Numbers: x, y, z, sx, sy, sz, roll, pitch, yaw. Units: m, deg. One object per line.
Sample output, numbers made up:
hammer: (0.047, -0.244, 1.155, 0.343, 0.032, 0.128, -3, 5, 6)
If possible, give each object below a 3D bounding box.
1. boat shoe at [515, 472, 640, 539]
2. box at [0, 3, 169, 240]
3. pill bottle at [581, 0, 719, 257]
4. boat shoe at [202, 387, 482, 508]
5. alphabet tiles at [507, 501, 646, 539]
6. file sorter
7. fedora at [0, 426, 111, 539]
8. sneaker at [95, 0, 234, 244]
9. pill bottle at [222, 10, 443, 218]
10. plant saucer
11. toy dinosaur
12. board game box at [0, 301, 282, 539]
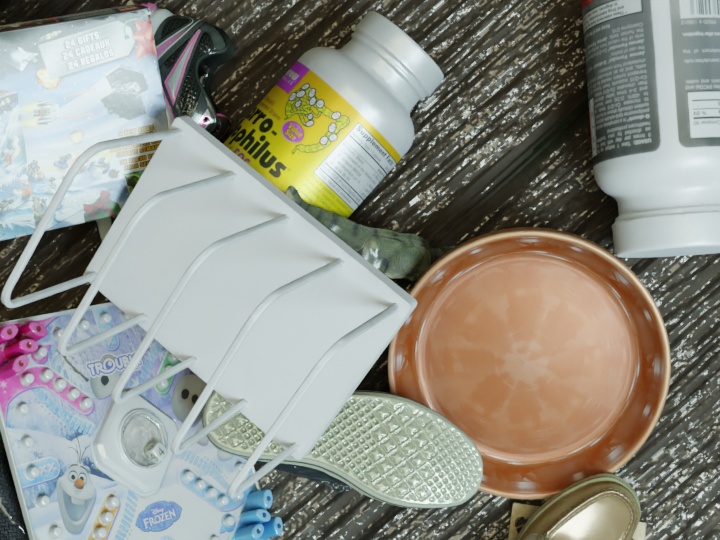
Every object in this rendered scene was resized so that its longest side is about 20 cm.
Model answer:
boat shoe: (0.127, 0.230, 0.870, 0.074, 0.066, 0.200, 41, 94, -6)
box: (-0.229, -0.094, 0.824, 0.200, 0.040, 0.137, -13, 111, -19)
pill bottle: (0.219, -0.112, 0.867, 0.116, 0.116, 0.200, -3, 87, 5)
boat shoe: (-0.012, 0.119, 0.871, 0.200, 0.062, 0.075, 12, 80, 1)
alphabet tiles: (0.148, 0.277, 0.907, 0.167, 0.008, 0.200, 8, 87, 6)
file sorter: (-0.097, 0.023, 0.770, 0.200, 0.125, 0.139, 39, 113, 9)
fedora: (-0.230, 0.143, 0.860, 0.200, 0.092, 0.201, 16, 58, -26)
sneaker: (-0.143, -0.099, 0.917, 0.086, 0.080, 0.200, 9, 89, 4)
pill bottle: (-0.033, -0.089, 0.893, 0.104, 0.104, 0.200, 42, 91, 6)
plant saucer: (0.120, 0.066, 0.888, 0.200, 0.032, 0.201, 1, 103, 5)
toy dinosaur: (0.000, 0.000, 0.882, 0.088, 0.200, 0.047, -55, 42, 17)
board game box: (-0.150, 0.117, 0.856, 0.026, 0.200, 0.200, -20, 84, 40)
